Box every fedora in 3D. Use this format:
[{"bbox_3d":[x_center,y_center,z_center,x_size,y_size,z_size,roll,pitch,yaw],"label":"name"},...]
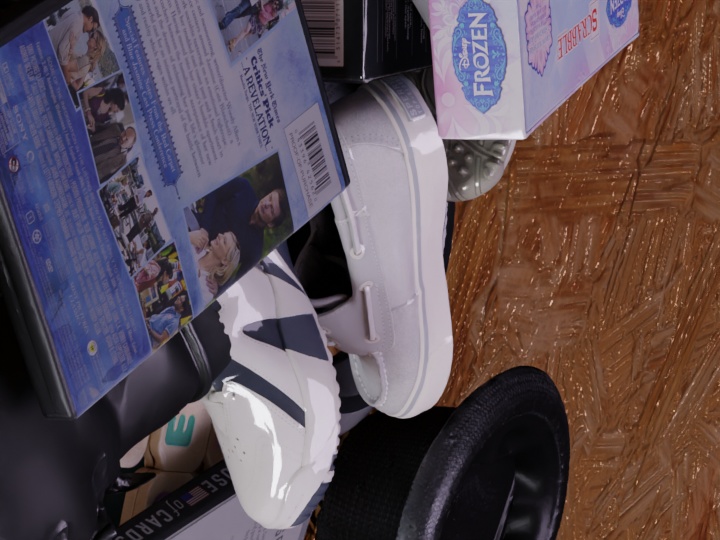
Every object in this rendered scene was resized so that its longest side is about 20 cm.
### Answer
[{"bbox_3d":[0.038,0.129,1.557,0.201,0.092,0.201,-43,143,-46],"label":"fedora"}]

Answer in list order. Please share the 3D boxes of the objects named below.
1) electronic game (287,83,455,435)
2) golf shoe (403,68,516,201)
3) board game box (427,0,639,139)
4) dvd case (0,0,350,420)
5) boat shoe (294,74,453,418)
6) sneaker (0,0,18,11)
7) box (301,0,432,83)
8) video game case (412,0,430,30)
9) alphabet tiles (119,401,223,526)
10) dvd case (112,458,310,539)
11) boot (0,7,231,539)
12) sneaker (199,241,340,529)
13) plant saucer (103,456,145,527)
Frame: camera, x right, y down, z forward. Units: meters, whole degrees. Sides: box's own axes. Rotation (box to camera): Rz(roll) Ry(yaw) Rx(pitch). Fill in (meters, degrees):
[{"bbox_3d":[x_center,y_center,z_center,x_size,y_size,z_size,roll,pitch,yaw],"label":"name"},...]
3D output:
[{"bbox_3d":[-0.011,-0.015,1.362,0.200,0.042,0.200,-30,126,-53],"label":"electronic game"},{"bbox_3d":[0.048,-0.114,1.342,0.097,0.078,0.200,44,34,-57],"label":"golf shoe"},{"bbox_3d":[0.073,-0.176,1.215,0.200,0.041,0.200,-40,128,-64],"label":"board game box"},{"bbox_3d":[-0.076,-0.054,1.056,0.200,0.018,0.143,-42,123,-48],"label":"dvd case"},{"bbox_3d":[0.000,0.000,1.276,0.068,0.072,0.200,-21,145,-17],"label":"boat shoe"},{"bbox_3d":[-0.104,-0.112,1.124,0.200,0.082,0.073,1,102,-66],"label":"sneaker"},{"bbox_3d":[-0.009,-0.185,1.212,0.141,0.079,0.200,-19,110,-67],"label":"box"},{"bbox_3d":[0.030,-0.190,1.183,0.200,0.018,0.143,51,46,-62],"label":"video game case"},{"bbox_3d":[-0.067,0.036,1.329,0.196,0.015,0.200,15,87,-65],"label":"alphabet tiles"},{"bbox_3d":[-0.096,0.160,1.303,0.200,0.025,0.150,-31,149,-43],"label":"dvd case"},{"bbox_3d":[-0.137,0.022,1.047,0.162,0.073,0.198,-51,122,-40],"label":"boot"},{"bbox_3d":[-0.086,0.021,1.207,0.130,0.079,0.199,-11,102,-27],"label":"sneaker"},{"bbox_3d":[-0.110,0.092,1.318,0.070,0.019,0.200,25,82,-65],"label":"plant saucer"}]
